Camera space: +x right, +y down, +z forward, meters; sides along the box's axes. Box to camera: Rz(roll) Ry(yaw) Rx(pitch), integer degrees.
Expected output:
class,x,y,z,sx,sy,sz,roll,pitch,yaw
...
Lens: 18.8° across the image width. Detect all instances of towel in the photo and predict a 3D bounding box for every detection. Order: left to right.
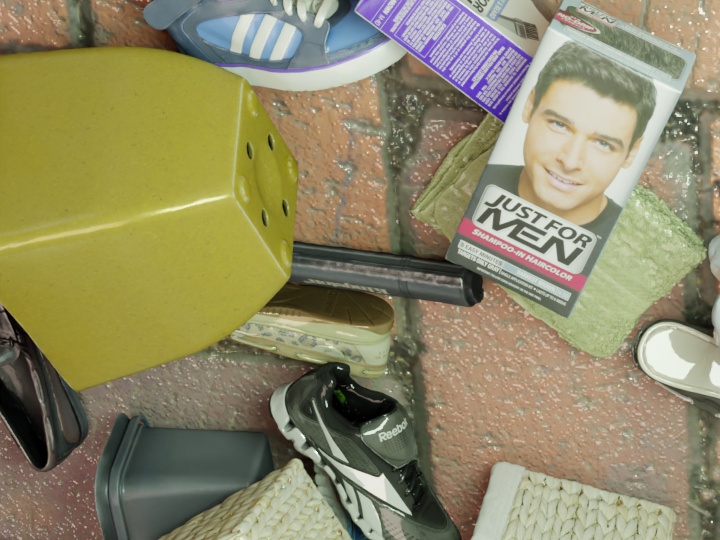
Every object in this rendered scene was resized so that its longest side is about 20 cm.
class,x,y,z,sx,sy,sz,roll,pitch,yaw
towel,0.151,-0.035,1.653,0.200,0.037,0.148,38,125,-4

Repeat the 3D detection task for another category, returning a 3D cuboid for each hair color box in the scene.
class,x,y,z,sx,sy,sz,roll,pitch,yaw
hair color box,0.104,-0.167,1.543,0.200,0.109,0.065,37,126,-5
hair color box,0.141,-0.076,1.481,0.099,0.061,0.201,26,125,4

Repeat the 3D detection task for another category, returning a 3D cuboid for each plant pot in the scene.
class,x,y,z,sx,sy,sz,roll,pitch,yaw
plant pot,-0.158,-0.053,1.641,0.199,0.195,0.196,-11,142,18

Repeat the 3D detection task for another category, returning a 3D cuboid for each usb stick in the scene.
class,x,y,z,sx,sy,sz,roll,pitch,yaw
usb stick,0.000,0.000,1.723,0.199,0.055,0.033,8,83,17

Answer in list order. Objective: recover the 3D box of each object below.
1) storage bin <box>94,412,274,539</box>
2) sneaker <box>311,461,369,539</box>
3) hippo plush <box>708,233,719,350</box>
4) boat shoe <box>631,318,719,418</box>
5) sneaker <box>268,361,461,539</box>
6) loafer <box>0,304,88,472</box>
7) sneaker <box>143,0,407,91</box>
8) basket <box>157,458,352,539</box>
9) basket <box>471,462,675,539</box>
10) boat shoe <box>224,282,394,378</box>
class,x,y,z,sx,sy,sz,roll,pitch,yaw
storage bin,-0.139,0.231,1.873,0.133,0.146,0.201,-4,119,11
sneaker,0.023,0.218,1.834,0.089,0.079,0.201,-6,120,17
hippo plush,0.328,0.001,1.530,0.159,0.161,0.201,25,126,5
boat shoe,0.301,0.090,1.669,0.199,0.057,0.067,25,90,0
sneaker,0.016,0.152,1.736,0.200,0.066,0.091,47,134,2
loafer,-0.302,0.083,1.880,0.072,0.063,0.201,-17,113,28
sneaker,-0.069,-0.214,1.596,0.199,0.081,0.147,1,127,28
basket,-0.102,0.280,1.704,0.199,0.198,0.161,-32,94,18
basket,0.153,0.297,1.754,0.160,0.200,0.199,11,124,7
boat shoe,-0.073,0.044,1.763,0.199,0.073,0.063,12,121,13
